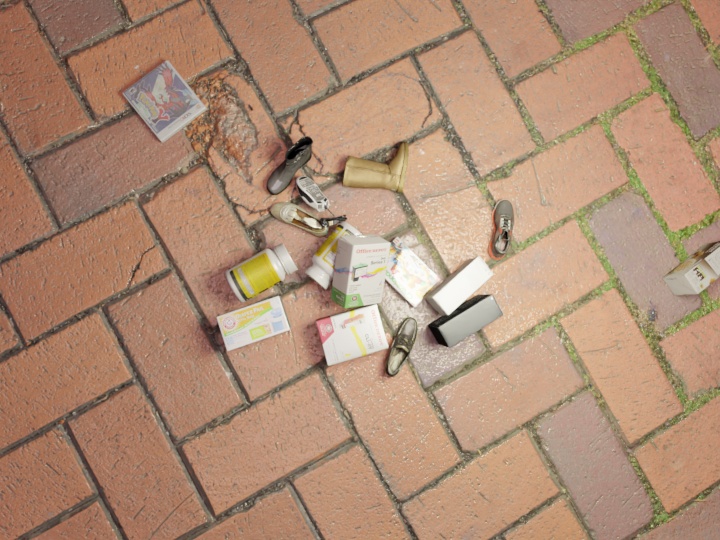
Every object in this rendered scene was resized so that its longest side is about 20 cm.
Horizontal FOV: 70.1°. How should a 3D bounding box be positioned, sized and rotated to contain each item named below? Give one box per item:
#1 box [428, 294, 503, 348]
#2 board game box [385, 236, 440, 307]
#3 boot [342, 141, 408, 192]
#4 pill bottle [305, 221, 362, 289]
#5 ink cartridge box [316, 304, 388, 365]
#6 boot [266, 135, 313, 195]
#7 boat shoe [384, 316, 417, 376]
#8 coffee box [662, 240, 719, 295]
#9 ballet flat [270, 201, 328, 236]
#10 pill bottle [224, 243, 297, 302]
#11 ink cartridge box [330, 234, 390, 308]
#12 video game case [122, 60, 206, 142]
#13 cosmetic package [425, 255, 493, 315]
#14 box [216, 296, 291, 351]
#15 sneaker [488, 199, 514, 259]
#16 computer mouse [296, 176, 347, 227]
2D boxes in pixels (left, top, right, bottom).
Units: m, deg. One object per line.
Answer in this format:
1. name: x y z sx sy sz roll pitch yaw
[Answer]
1. box: 0.326 0.155 1.607 0.199 0.141 0.079 -30 88 -6
2. board game box: 0.145 0.005 1.657 0.200 0.035 0.126 44 84 0
3. boot: 0.051 -0.346 1.663 0.198 0.066 0.177 9 85 -3
4. pill bottle: -0.078 -0.044 1.604 0.112 0.112 0.200 39 84 -1
5. ink cartridge box: -0.026 0.198 1.604 0.198 0.083 0.146 -15 87 -6
6. boot: -0.228 -0.332 1.605 0.070 0.132 0.201 37 84 -2
7. boat shoe: 0.135 0.243 1.622 0.073 0.065 0.201 20 83 -1
8. coffee box: 1.128 -0.007 1.699 0.199 0.114 0.080 -36 89 -6
9. ballet flat: -0.191 -0.170 1.630 0.199 0.062 0.068 22 84 -2
10. pill bottle: -0.304 0.004 1.581 0.199 0.114 0.115 -29 88 -6
11. ink cartridge box: 0.000 0.000 1.552 0.144 0.084 0.202 -6 114 -36
12. video game case: -0.626 -0.542 1.644 0.182 0.023 0.200 -40 89 -7
13. cosmetic package: 0.312 0.051 1.630 0.200 0.113 0.081 -39 90 -9
14. box: -0.324 0.161 1.573 0.199 0.101 0.113 -19 87 -6
15. sneaker: 0.472 -0.137 1.671 0.076 0.082 0.202 8 85 -4
16. computer mouse: -0.137 -0.217 1.638 0.200 0.044 0.109 50 41 9
